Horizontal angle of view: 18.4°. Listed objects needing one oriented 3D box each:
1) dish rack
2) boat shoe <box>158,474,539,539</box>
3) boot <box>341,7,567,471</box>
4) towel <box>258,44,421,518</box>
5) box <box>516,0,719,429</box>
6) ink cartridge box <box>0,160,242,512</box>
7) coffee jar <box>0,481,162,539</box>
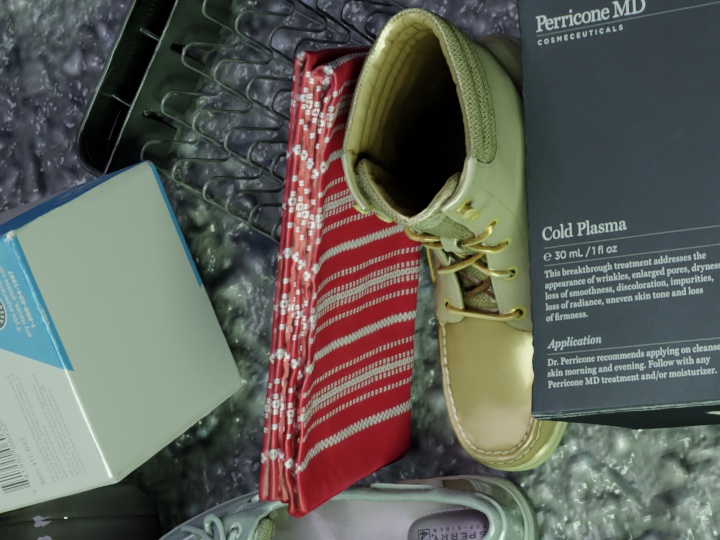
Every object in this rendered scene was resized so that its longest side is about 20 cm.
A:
[{"bbox_3d":[-0.036,-0.084,1.106,0.199,0.054,0.155,29,101,32],"label":"dish rack"},{"bbox_3d":[-0.019,0.133,1.036,0.200,0.065,0.075,-10,78,19],"label":"boat shoe"},{"bbox_3d":[0.046,-0.009,0.975,0.072,0.155,0.202,3,90,22],"label":"boot"},{"bbox_3d":[0.000,0.000,0.998,0.022,0.144,0.202,9,100,22],"label":"towel"},{"bbox_3d":[0.176,-0.032,0.929,0.198,0.104,0.184,-6,81,32],"label":"box"},{"bbox_3d":[-0.188,0.044,1.117,0.199,0.125,0.130,-16,101,33],"label":"ink cartridge box"},{"bbox_3d":[-0.142,0.208,1.107,0.104,0.085,0.202,-23,69,55],"label":"coffee jar"}]
